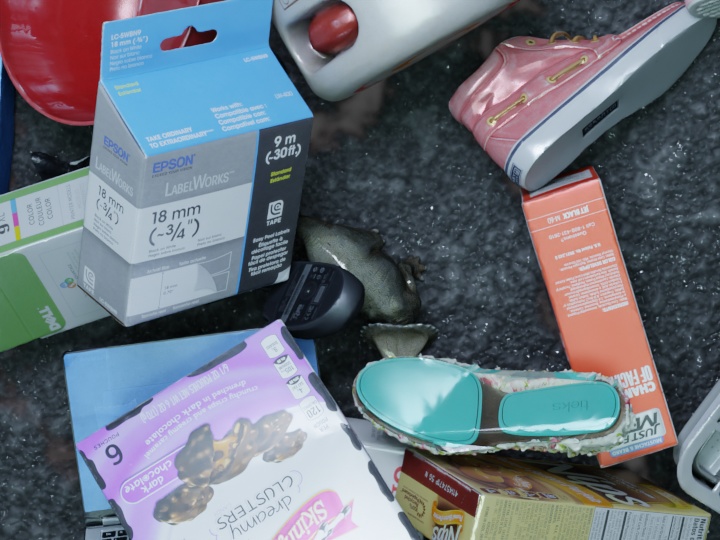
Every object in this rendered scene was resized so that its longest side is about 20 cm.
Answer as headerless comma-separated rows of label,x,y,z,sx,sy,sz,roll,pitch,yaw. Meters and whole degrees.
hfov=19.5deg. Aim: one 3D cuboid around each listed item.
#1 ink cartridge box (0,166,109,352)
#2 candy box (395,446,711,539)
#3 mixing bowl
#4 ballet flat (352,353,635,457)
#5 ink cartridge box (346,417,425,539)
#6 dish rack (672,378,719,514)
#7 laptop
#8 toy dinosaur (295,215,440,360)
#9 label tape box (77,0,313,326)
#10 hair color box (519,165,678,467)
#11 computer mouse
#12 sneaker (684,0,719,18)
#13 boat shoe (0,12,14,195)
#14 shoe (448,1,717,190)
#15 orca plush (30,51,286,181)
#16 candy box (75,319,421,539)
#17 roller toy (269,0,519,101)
ink cartridge box,-0.212,-0.014,1.530,0.199,0.104,0.059,-19,52,3
candy box,0.137,0.175,1.512,0.199,0.115,0.056,8,99,-28
mixing bowl,-0.155,-0.194,1.500,0.199,0.108,0.201,-6,80,35
ballet flat,0.094,0.103,1.475,0.199,0.064,0.076,6,69,13
ink cartridge box,-0.049,0.184,1.576,0.199,0.085,0.146,7,98,-1
dish rack,0.324,0.096,1.543,0.171,0.044,0.200,32,99,-36
laptop,-0.115,0.155,1.478,0.186,0.200,0.116,-7,130,3
toy dinosaur,0.000,0.000,1.541,0.077,0.102,0.200,-34,96,5
label tape box,-0.109,-0.075,1.418,0.063,0.144,0.201,37,130,38
hair color box,0.172,0.031,1.535,0.064,0.111,0.201,-18,96,5
computer mouse,-0.065,0.020,1.525,0.034,0.200,0.059,39,70,-37
sneaker,0.323,-0.241,1.513,0.199,0.075,0.105,-4,74,-12
boat shoe,-0.296,-0.104,1.559,0.068,0.084,0.201,4,81,3
shoe,0.161,-0.150,1.531,0.200,0.072,0.091,-39,66,-12
orca plush,-0.148,-0.106,1.548,0.199,0.071,0.106,-14,96,4
candy box,-0.070,0.164,1.427,0.167,0.072,0.200,-31,69,-7
roller toy,0.018,-0.217,1.468,0.182,0.200,0.140,-29,93,9
